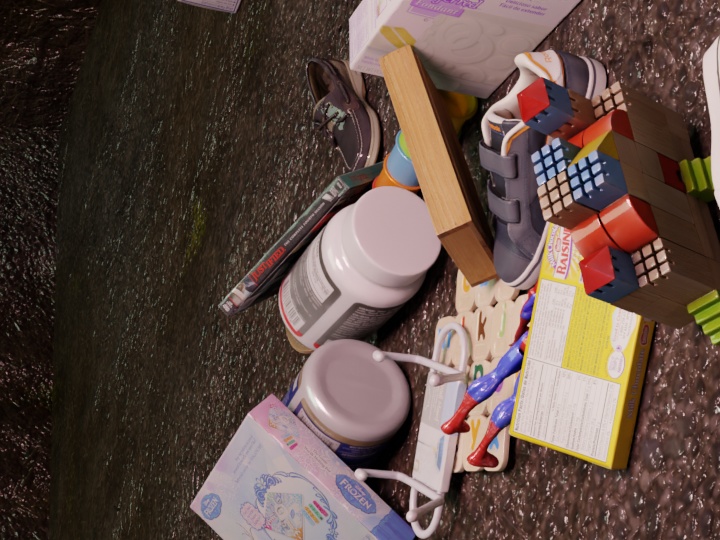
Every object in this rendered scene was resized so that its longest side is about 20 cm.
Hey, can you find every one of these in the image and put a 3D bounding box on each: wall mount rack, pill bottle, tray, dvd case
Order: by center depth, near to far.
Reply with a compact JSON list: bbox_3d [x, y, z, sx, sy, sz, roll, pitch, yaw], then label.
[{"bbox_3d":[0.072,-0.094,1.311,0.099,0.037,0.200,51,-160,-55],"label":"tray"},{"bbox_3d":[0.053,0.145,1.321,0.174,0.074,0.201,-165,84,-69],"label":"wall mount rack"},{"bbox_3d":[0.000,0.000,1.511,0.200,0.114,0.114,134,140,-57],"label":"pill bottle"},{"bbox_3d":[-0.036,0.169,1.534,0.200,0.115,0.116,123,149,-47],"label":"pill bottle"},{"bbox_3d":[-0.056,-0.035,1.589,0.200,0.022,0.146,-47,-8,23],"label":"dvd case"}]

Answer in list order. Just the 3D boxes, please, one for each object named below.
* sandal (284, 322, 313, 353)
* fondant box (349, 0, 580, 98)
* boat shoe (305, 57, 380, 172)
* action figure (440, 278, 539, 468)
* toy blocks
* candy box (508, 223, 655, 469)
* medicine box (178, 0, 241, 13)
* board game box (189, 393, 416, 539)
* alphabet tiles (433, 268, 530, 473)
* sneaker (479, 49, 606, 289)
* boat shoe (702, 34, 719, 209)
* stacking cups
[{"bbox_3d":[-0.042,0.031,1.712,0.070,0.077,0.212,74,-169,-46],"label":"sandal"},{"bbox_3d":[0.091,-0.234,1.319,0.200,0.144,0.058,134,140,-58],"label":"fondant box"},{"bbox_3d":[-0.025,-0.179,1.720,0.200,0.065,0.072,-103,31,-44],"label":"boat shoe"},{"bbox_3d":[0.139,0.068,1.192,0.065,0.052,0.200,53,125,36],"label":"action figure"},{"bbox_3d":[0.174,-0.051,0.996,0.100,0.136,0.201,-34,53,37],"label":"toy blocks"},{"bbox_3d":[0.173,0.039,1.110,0.102,0.026,0.201,16,97,48],"label":"candy box"},{"bbox_3d":[-0.223,-0.546,2.352,0.183,0.103,0.200,-100,28,-42],"label":"medicine box"},{"bbox_3d":[-0.062,0.251,1.497,0.043,0.199,0.200,-40,-11,-42],"label":"board game box"},{"bbox_3d":[0.111,0.081,1.321,0.200,0.015,0.196,158,119,-67],"label":"alphabet tiles"},{"bbox_3d":[0.132,-0.086,1.228,0.078,0.079,0.201,38,115,64],"label":"sneaker"},{"bbox_3d":[0.257,-0.087,0.918,0.064,0.070,0.201,122,151,-49],"label":"boat shoe"},{"bbox_3d":[0.054,-0.110,1.497,0.200,0.060,0.061,119,152,-48],"label":"stacking cups"}]
